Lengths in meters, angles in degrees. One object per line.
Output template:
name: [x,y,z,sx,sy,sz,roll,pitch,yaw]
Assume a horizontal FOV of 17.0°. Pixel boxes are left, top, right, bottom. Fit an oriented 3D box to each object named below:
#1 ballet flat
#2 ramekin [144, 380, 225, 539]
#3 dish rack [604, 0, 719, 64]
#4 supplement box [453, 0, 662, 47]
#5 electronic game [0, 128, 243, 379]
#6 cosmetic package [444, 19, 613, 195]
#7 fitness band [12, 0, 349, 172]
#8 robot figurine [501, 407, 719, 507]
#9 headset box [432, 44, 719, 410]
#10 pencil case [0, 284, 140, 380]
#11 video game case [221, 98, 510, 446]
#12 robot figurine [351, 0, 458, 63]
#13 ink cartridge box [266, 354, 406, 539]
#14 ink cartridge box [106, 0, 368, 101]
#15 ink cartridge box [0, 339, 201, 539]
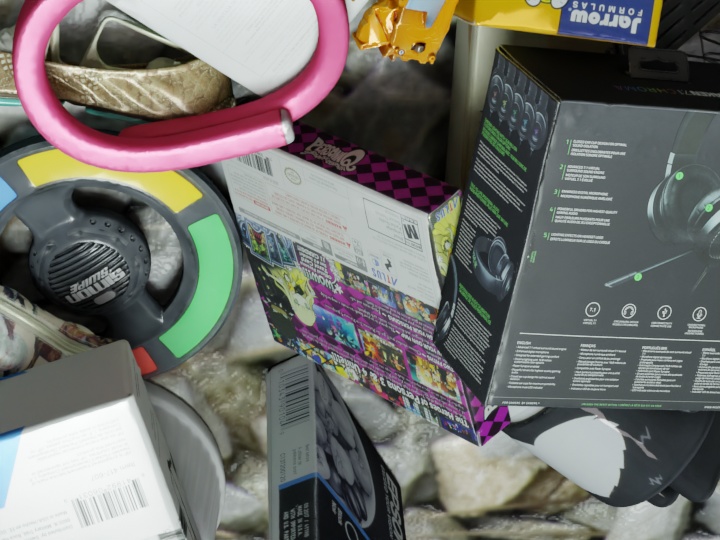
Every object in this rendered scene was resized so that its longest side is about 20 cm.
ballet flat: [-0.174,-0.125,1.477,0.199,0.071,0.066,6,97,-14]
ramekin: [-0.191,0.173,1.656,0.201,0.094,0.203,-3,125,-4]
dish rack: [0.222,-0.104,1.489,0.153,0.054,0.201,-42,133,-30]
supplement box: [0.116,-0.234,1.353,0.108,0.110,0.201,6,100,-11]
electronic game: [-0.175,-0.005,1.561,0.199,0.042,0.201,-2,126,-3]
cosmetic package: [0.110,-0.105,1.509,0.105,0.071,0.201,-2,125,-5]
fitness band: [-0.104,-0.129,1.414,0.199,0.038,0.144,-12,125,0]
robot figurine: [0.156,0.080,1.606,0.200,0.125,0.150,36,117,-19]
headset box: [0.151,-0.028,1.384,0.173,0.093,0.201,1,114,-23]
pencil case: [-0.238,0.038,1.523,0.199,0.078,0.089,32,145,-19]
video game case: [0.000,0.000,1.508,0.036,0.200,0.182,-36,130,-28]
robot figurine: [0.035,-0.223,1.308,0.058,0.145,0.201,2,122,-23]
ink cartridge box: [-0.001,0.190,1.628,0.043,0.199,0.200,-22,126,13]
ink cartridge box: [-0.097,-0.194,1.429,0.199,0.059,0.104,30,116,-24]
ink cartridge box: [-0.179,0.165,1.499,0.145,0.084,0.201,-17,116,0]
